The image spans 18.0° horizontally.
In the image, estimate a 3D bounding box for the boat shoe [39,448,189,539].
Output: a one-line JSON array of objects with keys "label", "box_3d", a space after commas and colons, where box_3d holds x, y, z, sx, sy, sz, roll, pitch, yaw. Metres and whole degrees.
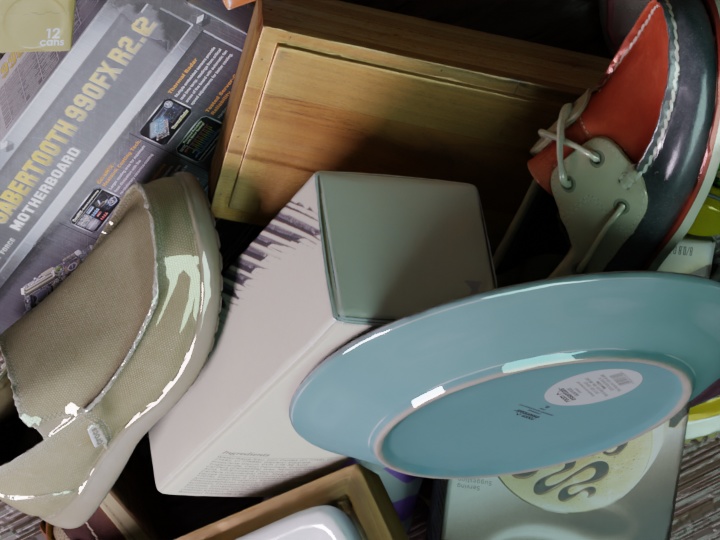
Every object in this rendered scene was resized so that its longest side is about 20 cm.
[{"label": "boat shoe", "box_3d": [-0.129, 0.142, 1.157, 0.072, 0.072, 0.200, -25, 140, 2]}]

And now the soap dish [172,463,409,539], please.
[{"label": "soap dish", "box_3d": [-0.045, 0.191, 1.064, 0.199, 0.081, 0.158, -25, 93, 23]}]

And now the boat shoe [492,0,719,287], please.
[{"label": "boat shoe", "box_3d": [0.095, -0.032, 0.924, 0.062, 0.072, 0.201, 7, 133, -14]}]

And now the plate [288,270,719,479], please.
[{"label": "plate", "box_3d": [0.069, 0.052, 0.941, 0.198, 0.026, 0.200, -9, 157, -4]}]

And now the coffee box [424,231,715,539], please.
[{"label": "coffee box", "box_3d": [0.096, 0.070, 1.091, 0.112, 0.080, 0.202, 5, 103, -3]}]

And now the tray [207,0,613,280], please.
[{"label": "tray", "box_3d": [0.042, -0.051, 0.971, 0.198, 0.037, 0.099, 10, 127, -12]}]

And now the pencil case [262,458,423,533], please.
[{"label": "pencil case", "box_3d": [-0.030, 0.158, 1.148, 0.085, 0.084, 0.202, 3, 109, -47]}]

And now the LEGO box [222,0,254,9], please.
[{"label": "LEGO box", "box_3d": [-0.015, -0.221, 0.867, 0.148, 0.077, 0.201, -20, 134, -2]}]

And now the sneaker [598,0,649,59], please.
[{"label": "sneaker", "box_3d": [0.162, -0.139, 0.984, 0.075, 0.105, 0.201, -3, 133, -19]}]

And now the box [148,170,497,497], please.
[{"label": "box", "box_3d": [-0.022, 0.033, 0.978, 0.082, 0.069, 0.200, 4, 153, -28]}]

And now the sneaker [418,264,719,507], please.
[{"label": "sneaker", "box_3d": [0.110, 0.055, 1.167, 0.199, 0.075, 0.091, -20, 125, -10]}]

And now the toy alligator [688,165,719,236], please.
[{"label": "toy alligator", "box_3d": [0.116, -0.068, 1.025, 0.198, 0.060, 0.054, 19, 153, -6]}]

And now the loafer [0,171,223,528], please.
[{"label": "loafer", "box_3d": [-0.121, 0.039, 0.994, 0.068, 0.076, 0.201, 6, 129, -31]}]

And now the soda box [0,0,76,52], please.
[{"label": "soda box", "box_3d": [-0.212, -0.128, 0.891, 0.198, 0.064, 0.068, -3, 131, -16]}]

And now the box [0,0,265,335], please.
[{"label": "box", "box_3d": [-0.100, -0.041, 1.016, 0.158, 0.049, 0.200, 24, 119, -33]}]
